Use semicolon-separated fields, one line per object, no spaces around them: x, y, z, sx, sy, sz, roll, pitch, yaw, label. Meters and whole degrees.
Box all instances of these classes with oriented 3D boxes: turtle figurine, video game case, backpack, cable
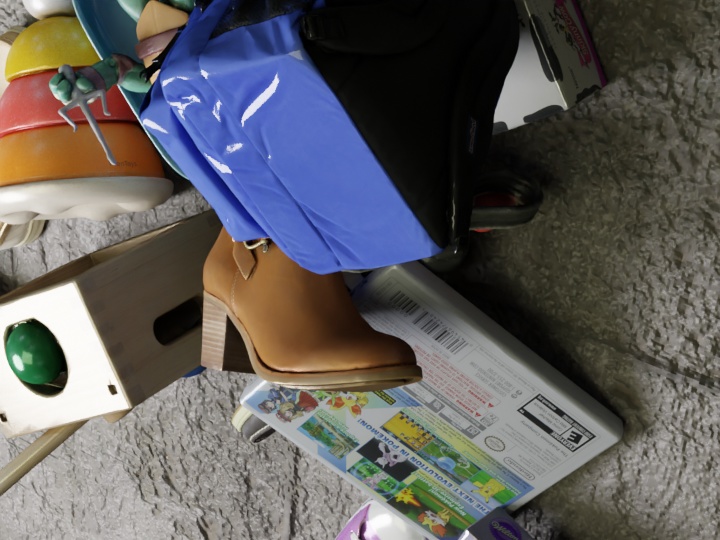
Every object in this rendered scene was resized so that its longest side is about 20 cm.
-0.124;-0.144;0.888;0.149;0.101;0.201;-17;94;15;turtle figurine
0.046;0.097;0.959;0.200;0.022;0.182;37;127;-14;video game case
-0.014;-0.122;0.752;0.167;0.200;0.163;-3;136;33;backpack
0.045;-0.024;0.847;0.097;0.200;0.050;20;121;18;cable

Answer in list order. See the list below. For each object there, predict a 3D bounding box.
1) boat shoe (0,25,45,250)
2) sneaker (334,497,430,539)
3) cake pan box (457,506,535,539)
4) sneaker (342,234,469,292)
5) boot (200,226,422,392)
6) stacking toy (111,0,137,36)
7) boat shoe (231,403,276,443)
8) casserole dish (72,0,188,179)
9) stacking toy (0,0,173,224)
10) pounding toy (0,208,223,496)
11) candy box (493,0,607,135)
-0.291;-0.098;1.137;0.074;0.069;0.201;26;124;24;boat shoe
-0.020;0.251;1.074;0.073;0.114;0.201;45;128;12;sneaker
0.111;0.293;0.986;0.200;0.052;0.185;41;124;20;cake pan box
0.000;0.000;0.976;0.200;0.074;0.089;3;117;43;sneaker
-0.030;-0.005;0.886;0.200;0.076;0.156;6;88;55;boot
-0.157;-0.190;0.999;0.085;0.085;0.200;-29;98;40;stacking toy
-0.019;0.089;1.025;0.200;0.073;0.065;-36;83;40;boat shoe
-0.114;-0.154;0.960;0.200;0.121;0.039;58;173;-12;casserole dish
-0.220;-0.139;1.056;0.146;0.146;0.201;-6;88;37;stacking toy
-0.206;0.070;1.067;0.184;0.200;0.143;-16;101;39;pounding toy
0.038;-0.143;0.884;0.200;0.061;0.137;-15;102;40;candy box
